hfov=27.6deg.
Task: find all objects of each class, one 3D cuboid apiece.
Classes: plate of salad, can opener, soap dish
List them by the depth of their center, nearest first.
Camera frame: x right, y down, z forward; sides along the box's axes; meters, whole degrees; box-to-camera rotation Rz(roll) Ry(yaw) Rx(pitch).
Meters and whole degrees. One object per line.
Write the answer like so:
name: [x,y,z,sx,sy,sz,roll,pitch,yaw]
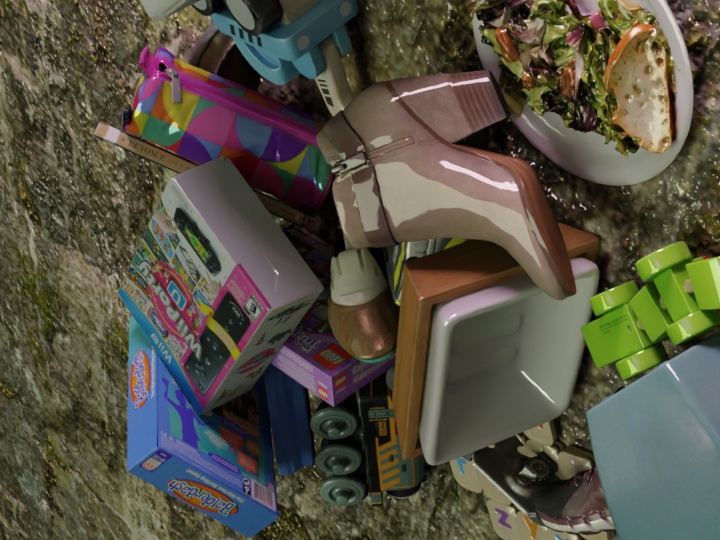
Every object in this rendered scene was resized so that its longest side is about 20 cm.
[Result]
plate of salad: [0.144,-0.145,1.019,0.200,0.048,0.200,37,145,31]
soap dish: [0.101,0.055,1.176,0.081,0.157,0.200,56,155,37]
can opener: [0.102,0.156,1.330,0.200,0.053,0.067,42,146,26]

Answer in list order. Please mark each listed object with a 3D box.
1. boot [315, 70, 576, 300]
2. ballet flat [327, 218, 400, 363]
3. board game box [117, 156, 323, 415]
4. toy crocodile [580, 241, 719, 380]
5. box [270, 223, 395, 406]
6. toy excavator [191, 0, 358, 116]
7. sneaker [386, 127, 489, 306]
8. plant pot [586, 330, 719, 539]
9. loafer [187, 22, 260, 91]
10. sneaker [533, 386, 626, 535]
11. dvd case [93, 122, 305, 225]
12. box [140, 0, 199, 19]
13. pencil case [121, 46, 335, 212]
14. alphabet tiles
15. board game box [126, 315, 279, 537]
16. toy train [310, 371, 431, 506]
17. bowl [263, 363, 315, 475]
boot: [0.058,-0.050,1.084,0.146,0.070,0.200,-23,83,16]
ballet flat: [0.000,0.000,1.266,0.200,0.068,0.072,-88,-17,-60]
board game box: [-0.130,0.017,1.297,0.148,0.064,0.200,54,145,14]
toy crocodile: [0.221,0.028,1.065,0.068,0.062,0.200,66,155,13]
box: [-0.043,0.035,1.372,0.200,0.137,0.039,31,140,37]
toy excavator: [-0.037,-0.181,1.222,0.194,0.100,0.200,30,154,41]
sneaker: [0.079,-0.060,1.180,0.075,0.084,0.200,-110,31,-54]
plant pot: [0.260,0.153,1.025,0.141,0.141,0.200,-42,75,45]
loafer: [-0.114,-0.161,1.370,0.070,0.075,0.200,32,148,16]
sneaker: [0.210,0.149,1.190,0.200,0.076,0.116,-11,104,47]
dvd case: [-0.148,-0.089,1.367,0.200,0.016,0.149,23,-179,-6]
box: [-0.076,-0.311,1.028,0.200,0.199,0.171,-14,107,59]
pencil case: [-0.111,-0.123,1.291,0.200,0.088,0.088,23,151,-11]
alphabet tiles: [0.150,0.185,1.356,0.200,0.015,0.196,16,132,49]
board game box: [-0.151,0.137,1.393,0.045,0.200,0.152,-38,125,24]
toy train: [0.012,0.160,1.442,0.085,0.114,0.200,-90,-4,-46]
bowl: [-0.074,0.105,1.483,0.201,0.039,0.201,173,90,-88]
